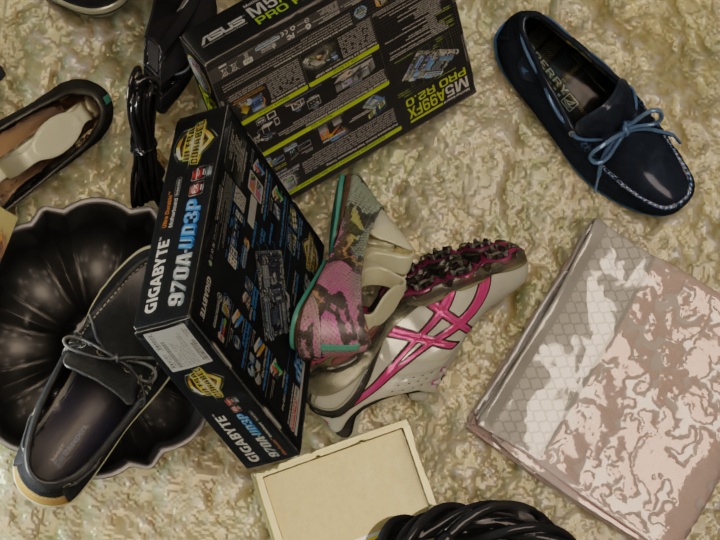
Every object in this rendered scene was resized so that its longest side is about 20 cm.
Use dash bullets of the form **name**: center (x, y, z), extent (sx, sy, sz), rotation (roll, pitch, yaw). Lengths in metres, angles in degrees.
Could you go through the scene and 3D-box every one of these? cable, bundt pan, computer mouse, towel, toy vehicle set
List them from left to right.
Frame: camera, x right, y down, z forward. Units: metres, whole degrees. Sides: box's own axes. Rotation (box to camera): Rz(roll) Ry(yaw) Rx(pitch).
- **bundt pan**: center (-0.191, 0.052, 1.333), extent (0.200, 0.076, 0.203), rotation (1, 82, -7)
- **computer mouse**: center (-0.135, -0.139, 1.359), extent (0.046, 0.141, 0.201), rotation (6, 43, 1)
- **toy vehicle set**: center (0.008, 0.225, 1.358), extent (0.124, 0.027, 0.201), rotation (-17, 84, -10)
- **cable**: center (0.092, 0.247, 1.333), extent (0.199, 0.051, 0.164), rotation (-10, 77, -7)
- **towel**: center (0.208, 0.088, 1.406), extent (0.190, 0.032, 0.201), rotation (33, 79, -2)

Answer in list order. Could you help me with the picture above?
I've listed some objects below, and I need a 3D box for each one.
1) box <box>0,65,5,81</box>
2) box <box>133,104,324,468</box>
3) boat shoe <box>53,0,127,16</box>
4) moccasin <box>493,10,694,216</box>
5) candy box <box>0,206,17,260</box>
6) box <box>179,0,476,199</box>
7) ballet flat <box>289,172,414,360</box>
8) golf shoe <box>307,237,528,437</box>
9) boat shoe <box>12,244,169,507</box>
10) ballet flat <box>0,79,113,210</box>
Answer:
- **box**: center (-0.371, -0.171, 1.299), extent (0.199, 0.122, 0.106), rotation (32, 78, 15)
- **box**: center (-0.086, 0.009, 1.276), extent (0.046, 0.159, 0.201), rotation (-14, 45, 21)
- **boat shoe**: center (-0.246, -0.275, 1.378), extent (0.074, 0.062, 0.200), rotation (-38, 89, -14)
- **moccasin**: center (0.178, -0.118, 1.415), extent (0.200, 0.068, 0.081), rotation (41, 78, 0)
- **candy box**: center (-0.353, -0.020, 1.291), extent (0.199, 0.055, 0.116), rotation (19, 83, 20)
- **box**: center (-0.019, -0.151, 1.351), extent (0.199, 0.161, 0.044), rotation (-31, 49, -11)
- **ballet flat**: center (0.000, 0.000, 1.328), extent (0.071, 0.069, 0.200), rotation (9, 35, 5)
- **golf shoe**: center (0.043, 0.046, 1.377), extent (0.199, 0.073, 0.092), rotation (-29, 113, -11)
- **boat shoe**: center (-0.174, 0.071, 1.263), extent (0.074, 0.062, 0.201), rotation (31, 77, 0)
- **ballet flat**: center (-0.266, -0.076, 1.343), extent (0.200, 0.068, 0.068), rotation (-40, 105, -11)
